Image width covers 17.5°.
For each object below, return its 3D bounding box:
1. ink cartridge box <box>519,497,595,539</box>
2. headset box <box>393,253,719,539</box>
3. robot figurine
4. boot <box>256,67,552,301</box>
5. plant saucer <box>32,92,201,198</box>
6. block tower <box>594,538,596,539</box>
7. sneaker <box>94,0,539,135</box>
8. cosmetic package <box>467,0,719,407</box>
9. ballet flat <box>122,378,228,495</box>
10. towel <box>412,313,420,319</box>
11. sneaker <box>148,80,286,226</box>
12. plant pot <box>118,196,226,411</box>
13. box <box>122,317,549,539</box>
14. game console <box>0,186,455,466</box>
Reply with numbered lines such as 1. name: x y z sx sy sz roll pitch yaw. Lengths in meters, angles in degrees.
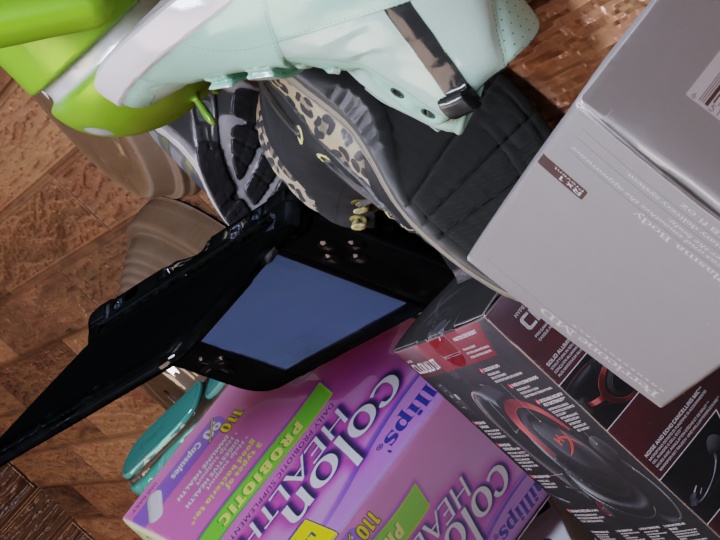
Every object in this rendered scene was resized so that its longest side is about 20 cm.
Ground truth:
1. ink cartridge box: 0.122 0.169 1.308 0.099 0.039 0.200 50 -173 -24
2. headset box: 0.113 0.057 1.107 0.200 0.075 0.149 43 164 -5
3. robot figurine: -0.135 -0.145 1.070 0.200 0.116 0.176 45 -168 -11
4. boot: 0.021 -0.049 1.050 0.204 0.073 0.154 44 167 13
5. plant saucer: -0.165 -0.115 1.341 0.200 0.029 0.200 46 167 14
6. block tower: 0.213 0.169 1.208 0.200 0.058 0.054 28 160 37
7. sneaker: -0.019 -0.083 0.939 0.118 0.074 0.200 48 137 -15
8. cosmetic package: 0.117 -0.028 0.853 0.107 0.090 0.200 37 161 4
9. ballet flat: -0.074 0.083 1.455 0.070 0.067 0.200 30 128 -15
10. towel: 0.000 0.000 1.322 0.200 0.023 0.153 28 161 34
11. sneaker: -0.076 -0.082 1.223 0.200 0.074 0.081 46 -178 -15
12. plant pot: -0.095 0.052 1.553 0.201 0.093 0.201 37 163 14
13. box: -0.008 0.118 1.297 0.097 0.176 0.200 47 163 -28
14. game console: -0.068 0.049 1.192 0.176 0.117 0.200 21 149 -31
